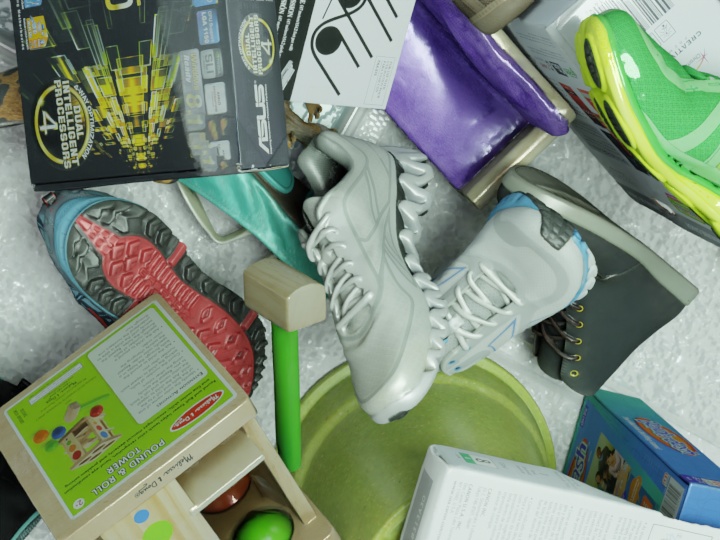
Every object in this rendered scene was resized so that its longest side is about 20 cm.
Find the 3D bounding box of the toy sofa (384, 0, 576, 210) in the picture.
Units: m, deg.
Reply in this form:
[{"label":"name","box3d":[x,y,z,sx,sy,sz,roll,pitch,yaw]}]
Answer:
[{"label":"toy sofa","box3d":[0.036,-0.136,0.947,0.083,0.098,0.200,-43,105,1]}]

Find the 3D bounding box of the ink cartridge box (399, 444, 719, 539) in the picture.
[{"label":"ink cartridge box","box3d":[0.112,0.197,0.867,0.199,0.050,0.161,14,99,-15]}]

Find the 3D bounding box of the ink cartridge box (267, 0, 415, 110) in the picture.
[{"label":"ink cartridge box","box3d":[-0.009,-0.189,0.828,0.094,0.044,0.200,1,115,-35]}]

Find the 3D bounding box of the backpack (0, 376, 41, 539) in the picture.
[{"label":"backpack","box3d":[-0.287,0.130,0.900,0.153,0.200,0.176,-35,106,21]}]

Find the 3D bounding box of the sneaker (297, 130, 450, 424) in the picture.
[{"label":"sneaker","box3d":[0.000,0.000,0.901,0.081,0.200,0.075,25,132,-32]}]

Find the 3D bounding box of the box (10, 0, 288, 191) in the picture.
[{"label":"box","box3d":[-0.120,-0.147,0.828,0.161,0.049,0.201,-1,96,34]}]

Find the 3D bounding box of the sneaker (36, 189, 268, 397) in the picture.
[{"label":"sneaker","box3d":[-0.131,0.015,0.967,0.079,0.095,0.200,-44,130,-15]}]

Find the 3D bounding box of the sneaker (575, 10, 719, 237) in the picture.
[{"label":"sneaker","box3d":[0.186,-0.072,0.781,0.200,0.074,0.084,38,103,-23]}]

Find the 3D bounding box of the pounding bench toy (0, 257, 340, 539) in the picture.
[{"label":"pounding bench toy","box3d":[-0.081,0.107,0.900,0.200,0.124,0.156,-38,131,-11]}]

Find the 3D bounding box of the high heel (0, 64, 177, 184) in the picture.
[{"label":"high heel","box3d":[-0.219,-0.069,0.930,0.200,0.071,0.143,34,89,3]}]

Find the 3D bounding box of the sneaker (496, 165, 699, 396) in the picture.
[{"label":"sneaker","box3d":[0.133,0.015,0.971,0.200,0.075,0.106,30,100,-44]}]

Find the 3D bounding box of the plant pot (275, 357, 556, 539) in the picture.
[{"label":"plant pot","box3d":[0.049,0.163,0.966,0.200,0.184,0.201,-2,101,-8]}]

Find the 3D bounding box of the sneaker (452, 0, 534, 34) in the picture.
[{"label":"sneaker","box3d":[0.101,-0.224,0.906,0.076,0.070,0.200,45,48,-14]}]

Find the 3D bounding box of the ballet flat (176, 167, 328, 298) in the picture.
[{"label":"ballet flat","box3d":[-0.055,-0.032,0.980,0.200,0.067,0.070,44,117,-14]}]

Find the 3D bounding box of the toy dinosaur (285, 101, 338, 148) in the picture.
[{"label":"toy dinosaur","box3d":[-0.083,-0.131,0.940,0.060,0.106,0.200,-36,111,6]}]

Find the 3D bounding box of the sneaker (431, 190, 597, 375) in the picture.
[{"label":"sneaker","box3d":[0.070,0.024,0.916,0.075,0.200,0.087,46,63,4]}]

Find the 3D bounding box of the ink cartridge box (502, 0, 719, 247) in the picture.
[{"label":"ink cartridge box","box3d":[0.170,-0.113,0.918,0.084,0.200,0.176,-41,105,3]}]

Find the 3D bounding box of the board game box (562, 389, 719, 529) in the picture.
[{"label":"board game box","box3d":[0.172,0.176,0.979,0.045,0.200,0.153,13,100,-12]}]
